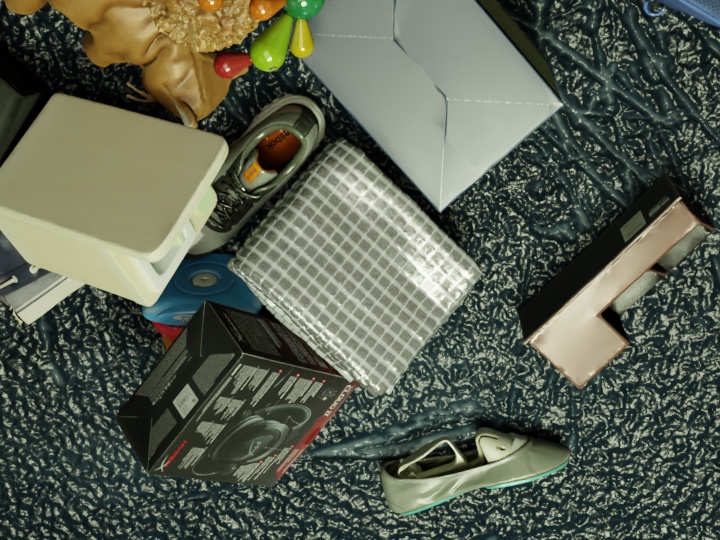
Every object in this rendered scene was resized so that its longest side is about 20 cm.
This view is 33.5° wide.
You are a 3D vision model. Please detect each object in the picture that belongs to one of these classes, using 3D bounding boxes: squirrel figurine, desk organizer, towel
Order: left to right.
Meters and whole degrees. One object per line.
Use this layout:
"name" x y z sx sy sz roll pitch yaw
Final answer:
"squirrel figurine" -0.168 -0.218 1.037 0.199 0.142 0.188 -11 121 45
"towel" 0.000 0.000 1.115 0.200 0.085 0.166 41 77 -10
"desk organizer" 0.250 0.012 1.146 0.077 0.072 0.200 41 108 -13

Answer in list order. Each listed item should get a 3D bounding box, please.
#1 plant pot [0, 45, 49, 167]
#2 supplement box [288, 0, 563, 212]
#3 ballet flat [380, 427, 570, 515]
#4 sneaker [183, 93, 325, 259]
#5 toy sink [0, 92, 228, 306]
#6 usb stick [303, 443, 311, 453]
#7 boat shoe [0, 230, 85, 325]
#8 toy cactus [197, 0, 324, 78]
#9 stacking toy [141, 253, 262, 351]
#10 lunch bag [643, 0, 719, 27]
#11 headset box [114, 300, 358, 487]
"plant pot" -0.399 -0.140 1.083 0.200 0.200 0.178 40 96 -10
"supplement box" 0.054 -0.191 1.017 0.134 0.200 0.200 -40 103 17
"ballet flat" 0.114 0.196 1.225 0.198 0.067 0.064 -18 101 10
"sneaker" -0.116 -0.085 1.132 0.074 0.079 0.200 42 108 -12
"toy sink" -0.209 -0.057 1.064 0.198 0.131 0.112 16 153 25
"usb stick" -0.033 0.105 1.220 0.055 0.033 0.201 34 109 0
"boat shoe" -0.291 -0.034 1.164 0.199 0.075 0.093 -36 109 15
"toy cactus" -0.041 -0.240 0.884 0.163 0.102 0.202 -4 66 15
"stacking toy" -0.152 0.094 1.199 0.114 0.110 0.202 2 121 1
"lunch bag" 0.299 -0.301 0.999 0.135 0.133 0.201 25 110 -22
"headset box" -0.106 0.123 1.131 0.149 0.199 0.077 -51 56 15
